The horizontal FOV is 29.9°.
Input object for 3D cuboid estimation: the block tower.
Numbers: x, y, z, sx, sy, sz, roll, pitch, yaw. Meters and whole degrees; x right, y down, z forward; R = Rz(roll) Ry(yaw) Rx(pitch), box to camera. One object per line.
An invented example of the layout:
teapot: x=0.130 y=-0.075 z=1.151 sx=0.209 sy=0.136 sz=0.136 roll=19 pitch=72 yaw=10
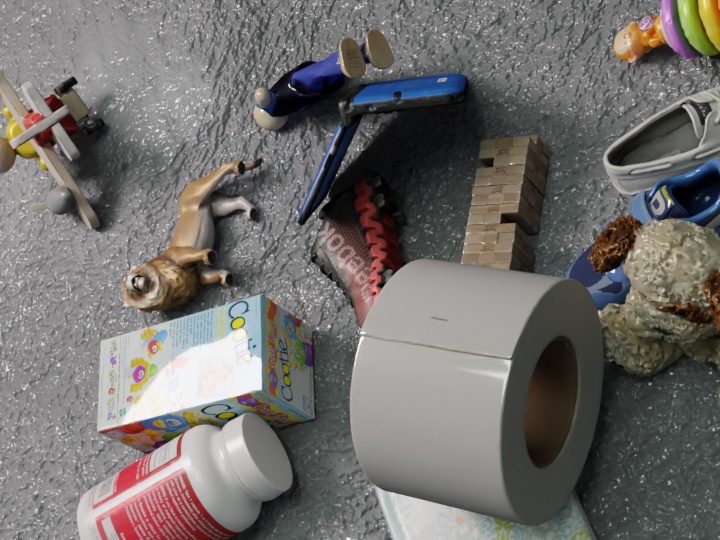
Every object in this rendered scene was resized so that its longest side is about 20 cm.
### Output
block tower: x=0.136 y=-0.035 z=1.297 sx=0.057 sy=0.054 sz=0.201 roll=-3 pitch=67 yaw=31

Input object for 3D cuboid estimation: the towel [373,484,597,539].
towel: x=0.111 y=0.223 z=1.201 sx=0.171 sy=0.048 sz=0.201 roll=-30 pitch=56 yaw=12

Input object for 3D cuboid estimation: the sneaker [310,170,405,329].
sneaker: x=0.000 y=0.000 z=1.353 sx=0.097 sy=0.071 sz=0.202 roll=-22 pitch=57 yaw=21

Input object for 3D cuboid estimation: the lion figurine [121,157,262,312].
lion figurine: x=-0.185 y=-0.041 z=1.494 sx=0.122 sy=0.073 sz=0.201 roll=-1 pitch=54 yaw=39

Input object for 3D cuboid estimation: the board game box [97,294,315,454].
board game box: x=-0.157 y=0.111 z=1.376 sx=0.199 sy=0.103 sz=0.106 roll=-16 pitch=61 yaw=25

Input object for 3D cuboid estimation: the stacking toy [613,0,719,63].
stacking toy: x=0.323 y=-0.239 z=1.260 sx=0.199 sy=0.109 sz=0.117 roll=-13 pitch=64 yaw=38

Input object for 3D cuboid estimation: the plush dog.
plush dog: x=0.282 y=0.019 z=1.109 sx=0.199 sy=0.172 sz=0.161 roll=27 pitch=84 yaw=37

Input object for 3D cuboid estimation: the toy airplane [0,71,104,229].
toy airplane: x=-0.387 y=-0.157 z=1.578 sx=0.141 sy=0.199 sz=0.201 roll=-31 pitch=57 yaw=3

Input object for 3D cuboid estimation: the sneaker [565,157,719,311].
sneaker: x=0.261 y=-0.035 z=1.201 sx=0.199 sy=0.082 sz=0.074 roll=-33 pitch=49 yaw=15

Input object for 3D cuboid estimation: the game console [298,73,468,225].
game console: x=0.026 y=-0.124 z=1.344 sx=0.169 sy=0.200 sz=0.119 roll=-5 pitch=102 yaw=7

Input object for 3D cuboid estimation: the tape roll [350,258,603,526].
tape roll: x=0.100 y=0.097 z=1.115 sx=0.138 sy=0.203 sz=0.204 roll=8 pitch=73 yaw=32

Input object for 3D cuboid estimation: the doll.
doll: x=-0.057 y=-0.199 z=1.447 sx=0.200 sy=0.136 sz=0.049 roll=-21 pitch=92 yaw=52

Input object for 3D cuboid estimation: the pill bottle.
pill bottle: x=-0.171 y=0.224 z=1.329 sx=0.199 sy=0.112 sz=0.113 roll=-31 pitch=56 yaw=16

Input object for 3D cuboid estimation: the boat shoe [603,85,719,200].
boat shoe: x=0.314 y=-0.133 z=1.225 sx=0.199 sy=0.066 sz=0.072 roll=-24 pitch=58 yaw=20
